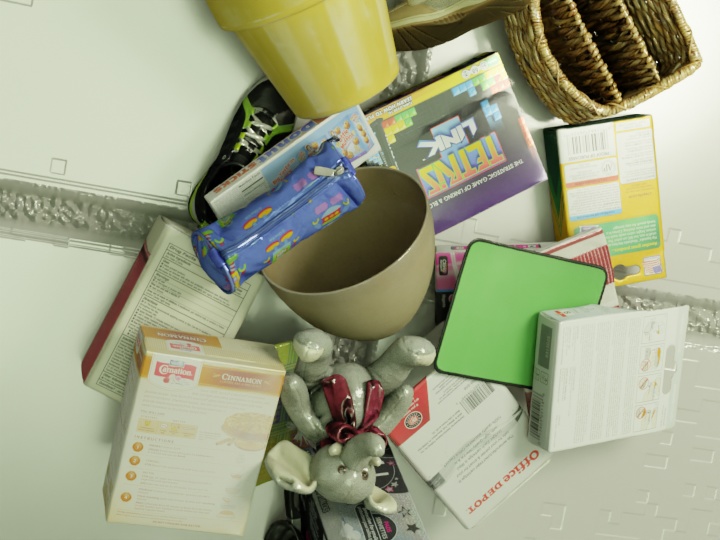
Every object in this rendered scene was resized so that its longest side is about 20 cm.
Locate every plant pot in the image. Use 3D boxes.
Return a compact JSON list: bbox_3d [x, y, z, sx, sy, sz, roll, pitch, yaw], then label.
[{"bbox_3d":[0.000,0.000,1.469,0.199,0.200,0.135,-31,130,-7],"label":"plant pot"},{"bbox_3d":[-0.050,-0.278,1.430,0.200,0.201,0.190,-29,114,-7],"label":"plant pot"}]

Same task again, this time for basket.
[{"bbox_3d":[0.266,-0.278,1.504,0.142,0.149,0.201,-35,106,-26],"label":"basket"}]

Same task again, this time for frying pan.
[{"bbox_3d":[-0.090,0.316,1.561,0.031,0.115,0.192,6,72,-29],"label":"frying pan"}]

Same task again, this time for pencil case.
[{"bbox_3d":[-0.085,-0.058,1.402,0.199,0.087,0.078,-36,86,-14],"label":"pencil case"}]

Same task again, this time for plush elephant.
[{"bbox_3d":[-0.016,0.177,1.418,0.163,0.156,0.200,10,134,-28],"label":"plush elephant"}]

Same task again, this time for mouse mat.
[{"bbox_3d":[0.186,0.056,1.513,0.198,0.008,0.162,12,100,-25],"label":"mouse mat"}]

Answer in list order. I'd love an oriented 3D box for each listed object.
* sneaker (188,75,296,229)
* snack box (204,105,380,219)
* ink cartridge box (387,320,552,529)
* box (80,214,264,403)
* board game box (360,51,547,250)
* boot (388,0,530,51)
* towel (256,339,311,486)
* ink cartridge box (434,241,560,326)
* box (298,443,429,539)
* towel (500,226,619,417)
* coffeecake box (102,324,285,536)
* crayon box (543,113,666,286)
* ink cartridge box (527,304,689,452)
[{"bbox_3d":[-0.126,-0.126,1.486,0.071,0.083,0.201,28,91,-16],"label":"sneaker"},{"bbox_3d":[-0.073,-0.109,1.459,0.199,0.024,0.072,-36,121,-9],"label":"snack box"},{"bbox_3d":[0.115,0.186,1.571,0.144,0.084,0.200,-40,114,-5],"label":"ink cartridge box"},{"bbox_3d":[-0.213,0.057,1.479,0.127,0.109,0.201,28,91,-16],"label":"box"},{"bbox_3d":[0.099,-0.142,1.550,0.199,0.057,0.166,-27,102,-8],"label":"board game box"},{"bbox_3d":[0.089,-0.347,1.504,0.199,0.072,0.156,-16,74,24],"label":"boot"},{"bbox_3d":[-0.110,0.168,1.510,0.143,0.023,0.202,-12,123,-33],"label":"towel"},{"bbox_3d":[0.187,0.016,1.572,0.198,0.037,0.096,-2,108,2],"label":"ink cartridge box"},{"bbox_3d":[0.004,0.303,1.502,0.114,0.200,0.133,-8,123,-13],"label":"box"},{"bbox_3d":[0.242,0.061,1.555,0.143,0.023,0.202,-21,112,-18],"label":"towel"},{"bbox_3d":[-0.180,0.172,1.408,0.152,0.073,0.202,10,108,-19],"label":"coffeecake box"},{"bbox_3d":[0.299,-0.083,1.607,0.125,0.052,0.202,-9,99,-11],"label":"crayon box"},{"bbox_3d":[0.294,0.119,1.559,0.199,0.050,0.164,-6,107,-31],"label":"ink cartridge box"}]
